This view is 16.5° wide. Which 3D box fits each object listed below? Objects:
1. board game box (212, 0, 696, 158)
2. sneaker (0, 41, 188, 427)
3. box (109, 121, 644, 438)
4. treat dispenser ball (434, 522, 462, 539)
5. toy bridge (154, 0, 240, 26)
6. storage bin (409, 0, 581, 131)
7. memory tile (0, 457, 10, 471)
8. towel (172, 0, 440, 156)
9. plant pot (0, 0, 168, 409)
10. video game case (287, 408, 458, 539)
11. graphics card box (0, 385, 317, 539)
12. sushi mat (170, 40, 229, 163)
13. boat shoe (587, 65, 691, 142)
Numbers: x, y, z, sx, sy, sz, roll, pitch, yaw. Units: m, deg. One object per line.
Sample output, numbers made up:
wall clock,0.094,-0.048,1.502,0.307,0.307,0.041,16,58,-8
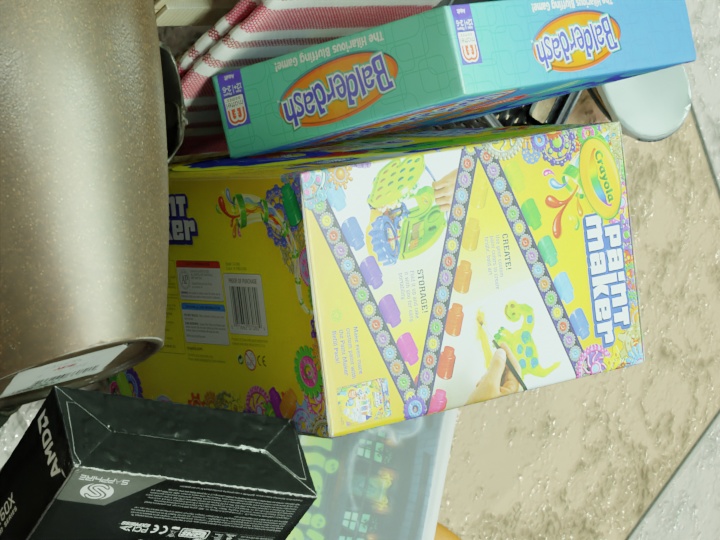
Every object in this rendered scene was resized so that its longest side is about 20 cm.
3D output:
board game box,0.049,-0.100,1.227,0.199,0.152,0.045,-12,90,-49
sneaker,-0.146,-0.022,1.157,0.075,0.106,0.201,43,45,-53
box,0.000,0.000,1.223,0.192,0.199,0.123,-11,97,-35
treat dispenser ball,-0.008,0.226,1.369,0.200,0.200,0.202,-17,114,-46
toy bridge,-0.085,-0.134,1.206,0.067,0.200,0.027,-9,66,-52
storage bin,0.051,-0.168,1.408,0.200,0.093,0.136,46,66,-46
memory tile,-0.210,0.158,1.171,0.153,0.017,0.200,-33,161,-41
towel,-0.030,-0.123,1.248,0.146,0.200,0.030,-10,64,-55
plant pot,-0.156,-0.049,1.060,0.186,0.186,0.201,-9,77,-48
video game case,-0.053,0.135,1.282,0.023,0.181,0.201,109,-6,-59
graphics card box,-0.121,0.139,1.123,0.125,0.051,0.200,10,133,-31
sushi mat,-0.103,-0.058,1.321,0.200,0.012,0.096,-44,129,-33
boat shoe,0.147,-0.176,1.545,0.070,0.091,0.201,-18,94,-2
